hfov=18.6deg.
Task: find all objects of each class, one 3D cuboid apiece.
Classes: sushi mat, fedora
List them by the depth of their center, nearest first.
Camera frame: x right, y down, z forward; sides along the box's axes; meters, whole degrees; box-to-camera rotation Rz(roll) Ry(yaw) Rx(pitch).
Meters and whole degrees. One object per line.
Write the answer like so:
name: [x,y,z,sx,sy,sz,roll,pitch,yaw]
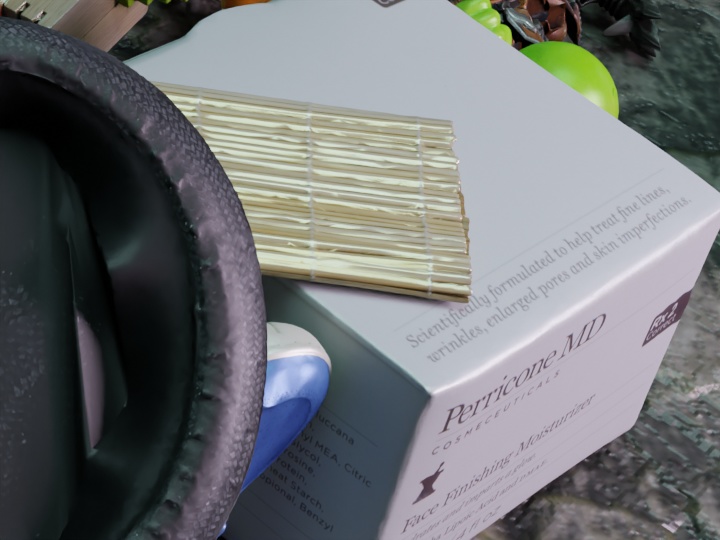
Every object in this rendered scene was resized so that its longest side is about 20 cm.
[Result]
fedora: [-0.124,0.027,0.672,0.199,0.092,0.202,4,80,-22]
sushi mat: [-0.056,-0.035,0.777,0.199,0.012,0.096,7,40,-12]

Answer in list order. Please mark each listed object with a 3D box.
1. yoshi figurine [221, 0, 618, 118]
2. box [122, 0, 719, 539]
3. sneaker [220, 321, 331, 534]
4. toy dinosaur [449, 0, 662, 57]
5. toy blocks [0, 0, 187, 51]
yoshi figurine: [0.039,-0.090,1.019,0.200,0.112,0.112,37,35,18]
box: [0.000,0.000,0.871,0.200,0.131,0.199,38,43,24]
sneaker: [-0.068,0.111,0.712,0.200,0.077,0.111,-36,60,-13]
toy dinosaur: [0.088,-0.169,1.149,0.135,0.102,0.201,-4,62,-1]
toy blocks: [-0.195,-0.128,0.990,0.199,0.100,0.137,29,55,15]
